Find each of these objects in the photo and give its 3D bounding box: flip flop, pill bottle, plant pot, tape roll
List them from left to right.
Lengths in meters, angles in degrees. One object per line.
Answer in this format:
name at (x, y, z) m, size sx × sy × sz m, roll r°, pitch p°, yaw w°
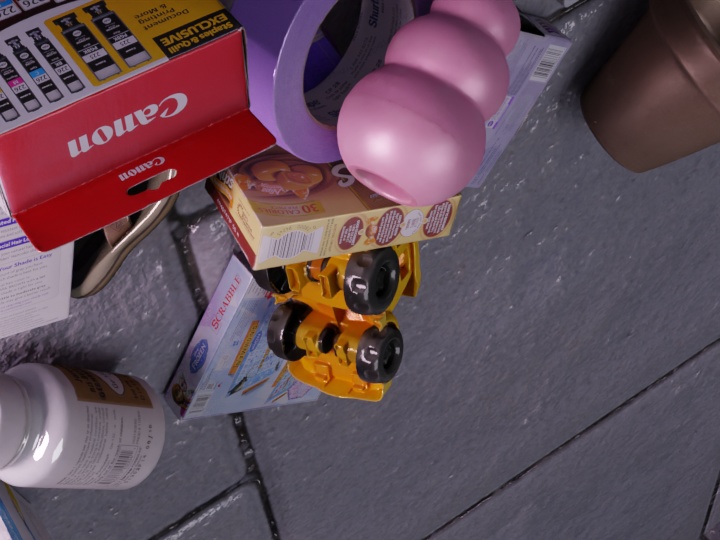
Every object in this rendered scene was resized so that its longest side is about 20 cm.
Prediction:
pill bottle at (-0.287, 0.145, 1.226) m, size 0.114 × 0.114 × 0.200 m, roll -51°, pitch 148°, yaw 16°
flip flop at (-0.210, -0.060, 1.109) m, size 0.058 × 0.081 × 0.200 m, roll 22°, pitch 119°, yaw -40°
tape roll at (-0.022, -0.193, 1.106) m, size 0.200 × 0.066 × 0.200 m, roll -36°, pitch 144°, yaw -32°
plant pot at (0.343, -0.199, 1.445) m, size 0.175 × 0.200 × 0.200 m, roll -39°, pitch 153°, yaw 30°

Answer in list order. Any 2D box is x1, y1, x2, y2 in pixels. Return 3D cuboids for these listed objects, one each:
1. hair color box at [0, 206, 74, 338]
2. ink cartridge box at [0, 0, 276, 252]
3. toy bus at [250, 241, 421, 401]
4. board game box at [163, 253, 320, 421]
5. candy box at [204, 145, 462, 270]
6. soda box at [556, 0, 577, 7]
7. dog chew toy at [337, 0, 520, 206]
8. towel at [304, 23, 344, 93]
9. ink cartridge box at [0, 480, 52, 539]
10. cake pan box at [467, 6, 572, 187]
hair color box at (-0.290, -0.034, 1.054) m, size 0.109 × 0.065 × 0.200 m, roll -18°, pitch 144°, yaw -32°
ink cartridge box at (-0.185, -0.130, 0.941) m, size 0.200 × 0.176 × 0.084 m, roll -29°, pitch 147°, yaw -21°
toy bus at (0.000, 0.000, 1.316) m, size 0.192 × 0.136 × 0.200 m, roll -46°, pitch 138°, yaw -44°
board game box at (-0.089, 0.066, 1.415) m, size 0.199 × 0.041 × 0.200 m, roll -3°, pitch 131°, yaw -45°
candy box at (-0.024, -0.071, 1.183) m, size 0.200 × 0.115 × 0.055 m, roll -10°, pitch 138°, yaw -27°
soda box at (0.188, -0.338, 1.191) m, size 0.064 × 0.068 × 0.200 m, roll -33°, pitch 148°, yaw -13°
dog chew toy at (0.066, -0.155, 1.094) m, size 0.200 × 0.124 × 0.125 m, roll -61°, pitch 150°, yaw -8°
towel at (-0.078, -0.161, 1.165) m, size 0.144 × 0.023 × 0.200 m, roll -41°, pitch 148°, yaw -2°
ink cartridge box at (-0.382, 0.285, 1.264) m, size 0.147 × 0.146 × 0.200 m, roll -35°, pitch 148°, yaw -9°
cake pan box at (0.101, -0.176, 1.316) m, size 0.184 × 0.052 × 0.200 m, roll -3°, pitch 132°, yaw -48°
